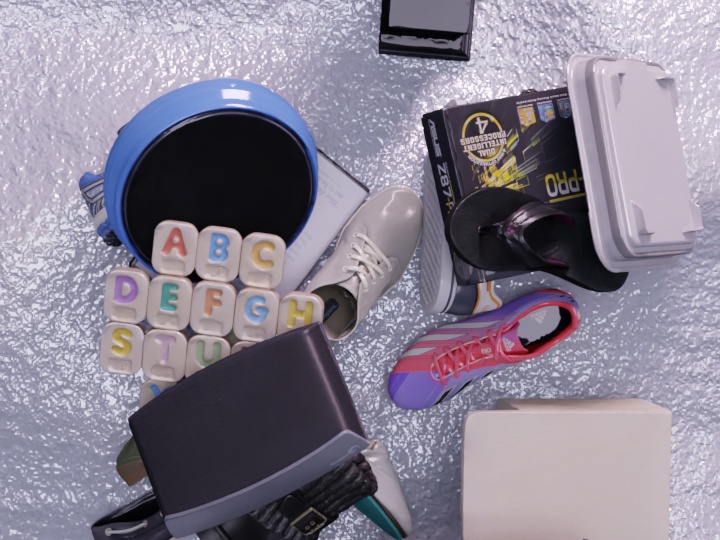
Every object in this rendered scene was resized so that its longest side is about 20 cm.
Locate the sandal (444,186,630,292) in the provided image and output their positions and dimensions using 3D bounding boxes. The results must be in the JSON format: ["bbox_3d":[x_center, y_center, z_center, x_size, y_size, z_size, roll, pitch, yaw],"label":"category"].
[{"bbox_3d":[0.166,-0.030,1.549,0.199,0.048,0.076,11,81,-29],"label":"sandal"}]

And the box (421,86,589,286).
[{"bbox_3d":[0.162,-0.083,1.608,0.198,0.049,0.163,-11,91,-29],"label":"box"}]

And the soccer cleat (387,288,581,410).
[{"bbox_3d":[0.117,0.074,1.650,0.199,0.076,0.067,-25,95,-3],"label":"soccer cleat"}]

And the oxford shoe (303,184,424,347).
[{"bbox_3d":[0.000,0.000,1.626,0.075,0.058,0.200,40,68,-4],"label":"oxford shoe"}]

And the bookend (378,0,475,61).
[{"bbox_3d":[0.075,-0.298,1.566,0.091,0.200,0.201,4,92,-4],"label":"bookend"}]

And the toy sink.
[{"bbox_3d":[0.182,0.190,1.645,0.198,0.112,0.132,0,93,-9],"label":"toy sink"}]

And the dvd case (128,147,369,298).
[{"bbox_3d":[-0.106,-0.040,1.657,0.142,0.018,0.201,37,90,-6],"label":"dvd case"}]

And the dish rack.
[{"bbox_3d":[0.258,-0.103,1.604,0.043,0.171,0.202,-13,84,37],"label":"dish rack"}]

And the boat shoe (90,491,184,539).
[{"bbox_3d":[-0.165,0.210,1.640,0.199,0.073,0.063,-37,98,3],"label":"boat shoe"}]

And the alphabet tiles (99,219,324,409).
[{"bbox_3d":[-0.135,0.058,1.570,0.198,0.015,0.198,8,105,1],"label":"alphabet tiles"}]

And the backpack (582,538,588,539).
[{"bbox_3d":[0.102,0.313,1.541,0.198,0.178,0.152,8,67,-14],"label":"backpack"}]

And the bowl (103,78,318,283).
[{"bbox_3d":[-0.131,-0.075,1.571,0.199,0.039,0.202,-11,127,-14],"label":"bowl"}]

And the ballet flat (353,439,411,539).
[{"bbox_3d":[-0.015,0.171,1.657,0.200,0.069,0.070,40,90,-4],"label":"ballet flat"}]

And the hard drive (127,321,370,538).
[{"bbox_3d":[-0.104,0.139,1.534,0.199,0.042,0.136,-26,73,11],"label":"hard drive"}]

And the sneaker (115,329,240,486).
[{"bbox_3d":[-0.168,0.105,1.630,0.200,0.067,0.090,-40,97,5],"label":"sneaker"}]

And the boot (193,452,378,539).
[{"bbox_3d":[-0.043,0.237,1.610,0.158,0.079,0.211,-40,130,-2],"label":"boot"}]

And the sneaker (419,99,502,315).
[{"bbox_3d":[0.104,-0.057,1.644,0.079,0.078,0.202,7,85,-18],"label":"sneaker"}]

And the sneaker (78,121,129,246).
[{"bbox_3d":[-0.182,-0.116,1.615,0.200,0.077,0.085,-39,74,3],"label":"sneaker"}]

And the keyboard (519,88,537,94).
[{"bbox_3d":[0.205,-0.071,1.679,0.199,0.021,0.128,35,84,-4],"label":"keyboard"}]
